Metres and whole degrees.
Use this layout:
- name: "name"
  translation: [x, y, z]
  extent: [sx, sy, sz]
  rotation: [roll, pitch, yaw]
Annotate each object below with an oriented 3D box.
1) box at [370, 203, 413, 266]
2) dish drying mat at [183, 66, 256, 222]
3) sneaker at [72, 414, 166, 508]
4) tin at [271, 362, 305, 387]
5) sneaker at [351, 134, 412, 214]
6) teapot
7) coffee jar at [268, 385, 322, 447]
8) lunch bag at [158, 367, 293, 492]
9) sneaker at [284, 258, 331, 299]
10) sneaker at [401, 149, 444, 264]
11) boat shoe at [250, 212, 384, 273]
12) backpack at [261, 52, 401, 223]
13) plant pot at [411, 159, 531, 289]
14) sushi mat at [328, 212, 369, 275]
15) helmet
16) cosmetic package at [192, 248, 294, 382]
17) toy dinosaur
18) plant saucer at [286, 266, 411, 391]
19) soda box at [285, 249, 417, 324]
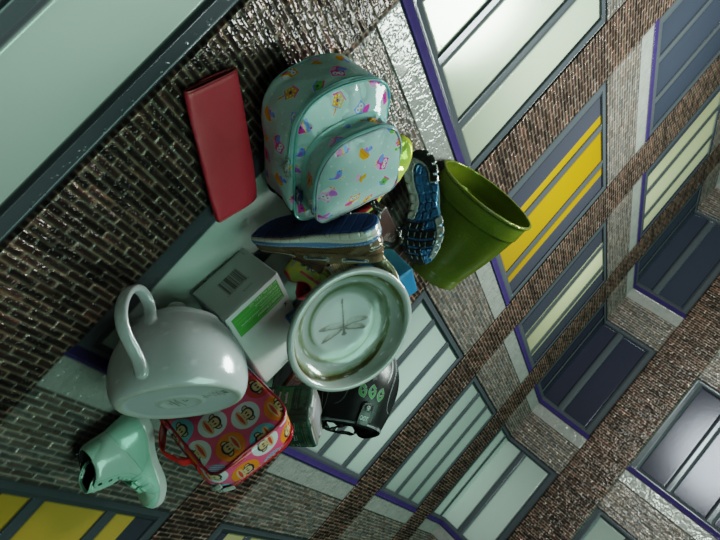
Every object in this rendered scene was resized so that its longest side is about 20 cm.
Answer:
- name: "box"
  translation: [0.017, -0.037, 1.151]
  extent: [0.100, 0.075, 0.200]
  rotation: [-51, 150, -12]
- name: "dish drying mat"
  translation: [-0.175, -0.156, 0.838]
  extent: [0.077, 0.018, 0.200]
  rotation: [-35, 144, -28]
- name: "sneaker"
  translation: [-0.368, 0.311, 0.994]
  extent: [0.118, 0.074, 0.201]
  rotation: [-32, 134, -40]
- name: "tin"
  translation: [-0.102, 0.158, 1.145]
  extent: [0.042, 0.112, 0.200]
  rotation: [26, 122, -18]
- name: "sneaker"
  translation: [0.017, -0.135, 1.018]
  extent: [0.200, 0.090, 0.078]
  rotation: [-47, 110, -10]
- name: "teapot"
  translation: [-0.250, 0.110, 0.890]
  extent: [0.197, 0.146, 0.200]
  rotation: [5, 153, -31]
- name: "coffee jar"
  translation: [-0.168, 0.242, 1.088]
  extent: [0.104, 0.200, 0.085]
  rotation: [83, 9, -45]
- name: "lunch bag"
  translation: [-0.218, 0.225, 0.987]
  extent: [0.176, 0.200, 0.082]
  rotation: [-36, 144, -20]
- name: "sneaker"
  translation: [-0.066, 0.021, 1.099]
  extent: [0.090, 0.078, 0.200]
  rotation: [-42, 141, -4]
- name: "sneaker"
  translation: [0.115, -0.111, 1.158]
  extent: [0.087, 0.075, 0.200]
  rotation: [-34, 126, -76]
- name: "boat shoe"
  translation: [-0.062, -0.033, 0.915]
  extent: [0.072, 0.200, 0.072]
  rotation: [-56, 138, -46]
- name: "backpack"
  translation: [-0.038, -0.176, 0.871]
  extent: [0.176, 0.153, 0.200]
  rotation: [-27, 138, -23]
- name: "plant pot"
  translation: [0.185, -0.072, 1.248]
  extent: [0.200, 0.200, 0.193]
  rotation: [1, 132, -53]
- name: "sushi mat"
  translation: [0.000, 0.000, 1.055]
  extent: [0.096, 0.012, 0.200]
  rotation: [-35, 140, -12]
- name: "helmet"
  translation: [-0.021, 0.202, 1.221]
  extent: [0.200, 0.200, 0.191]
  rotation: [53, 41, -58]
- name: "cosmetic package"
  translation: [-0.164, 0.074, 1.017]
  extent: [0.108, 0.085, 0.200]
  rotation: [-46, 148, -18]
- name: "toy dinosaur"
  translation: [0.014, -0.046, 0.956]
  extent: [0.088, 0.200, 0.047]
  rotation: [-45, -172, 24]
- name: "plant saucer"
  translation: [-0.022, 0.079, 0.948]
  extent: [0.200, 0.050, 0.200]
  rotation: [-15, 121, -25]
- name: "soda box"
  translation: [-0.012, 0.051, 1.023]
  extent: [0.200, 0.068, 0.064]
  rotation: [-35, 143, -11]
